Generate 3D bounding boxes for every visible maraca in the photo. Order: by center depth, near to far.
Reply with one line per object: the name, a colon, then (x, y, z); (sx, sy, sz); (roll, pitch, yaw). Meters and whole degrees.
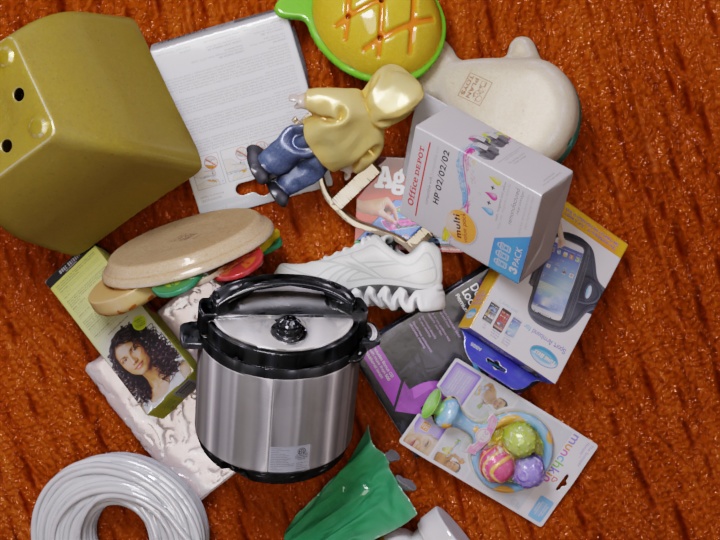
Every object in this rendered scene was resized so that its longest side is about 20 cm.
maraca: (-0.001, -0.281, 1.502); (0.199, 0.107, 0.138); (33, 72, 3)

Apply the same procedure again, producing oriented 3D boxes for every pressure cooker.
pressure cooker: (-0.082, 0.095, 1.446); (0.178, 0.175, 0.202); (24, 124, 30)

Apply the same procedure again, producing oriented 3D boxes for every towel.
towel: (-0.179, 0.131, 1.577); (0.190, 0.032, 0.201); (-38, 92, 4)

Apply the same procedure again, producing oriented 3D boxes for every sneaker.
sneaker: (0.000, 0.000, 1.524); (0.198, 0.075, 0.082); (4, 95, 20)

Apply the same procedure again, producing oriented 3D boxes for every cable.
cable: (-0.267, 0.298, 1.563); (0.198, 0.069, 0.202); (-24, 95, 14)

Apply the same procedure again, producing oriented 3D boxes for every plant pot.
plant pot: (-0.322, -0.148, 1.442); (0.195, 0.200, 0.196); (-32, 76, 20)

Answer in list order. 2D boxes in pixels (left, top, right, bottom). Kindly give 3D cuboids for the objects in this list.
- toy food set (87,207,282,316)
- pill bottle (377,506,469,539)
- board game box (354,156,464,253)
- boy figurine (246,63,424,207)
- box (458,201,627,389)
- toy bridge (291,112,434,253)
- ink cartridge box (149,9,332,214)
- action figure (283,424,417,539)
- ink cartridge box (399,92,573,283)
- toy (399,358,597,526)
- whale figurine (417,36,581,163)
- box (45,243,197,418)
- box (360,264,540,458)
toy food set: (-0.181, -0.014, 1.486); (0.196, 0.200, 0.049); (-9, 108, 24)
pill bottle: (0.035, 0.357, 1.540); (0.200, 0.113, 0.113); (-41, 91, 5)
board game box: (0.094, -0.072, 1.557); (0.197, 0.019, 0.104); (3, 93, 3)
boy figurine: (-0.026, -0.151, 1.467); (0.199, 0.065, 0.124); (-34, 129, 15)
box: (0.193, 0.026, 1.511); (0.118, 0.041, 0.201); (32, 77, -14)
toy bridge: (-0.006, -0.093, 1.534); (0.067, 0.027, 0.200); (-42, 94, 11)
ink cartridge box: (-0.129, -0.175, 1.559); (0.160, 0.050, 0.202); (-15, 111, 3)
action figure: (-0.026, 0.281, 1.555); (0.200, 0.054, 0.119); (-44, 53, 21)
ink cartridge box: (0.111, -0.089, 1.453); (0.199, 0.068, 0.116); (32, 133, 25)
toy: (0.155, 0.197, 1.533); (0.199, 0.047, 0.116); (32, 100, -11)
whale figurine: (0.147, -0.178, 1.521); (0.199, 0.104, 0.160); (28, 91, 25)
box: (-0.258, 0.064, 1.535); (0.075, 0.050, 0.200); (-43, 71, 2)
box: (0.108, 0.096, 1.551); (0.199, 0.036, 0.144); (-33, 99, 3)
